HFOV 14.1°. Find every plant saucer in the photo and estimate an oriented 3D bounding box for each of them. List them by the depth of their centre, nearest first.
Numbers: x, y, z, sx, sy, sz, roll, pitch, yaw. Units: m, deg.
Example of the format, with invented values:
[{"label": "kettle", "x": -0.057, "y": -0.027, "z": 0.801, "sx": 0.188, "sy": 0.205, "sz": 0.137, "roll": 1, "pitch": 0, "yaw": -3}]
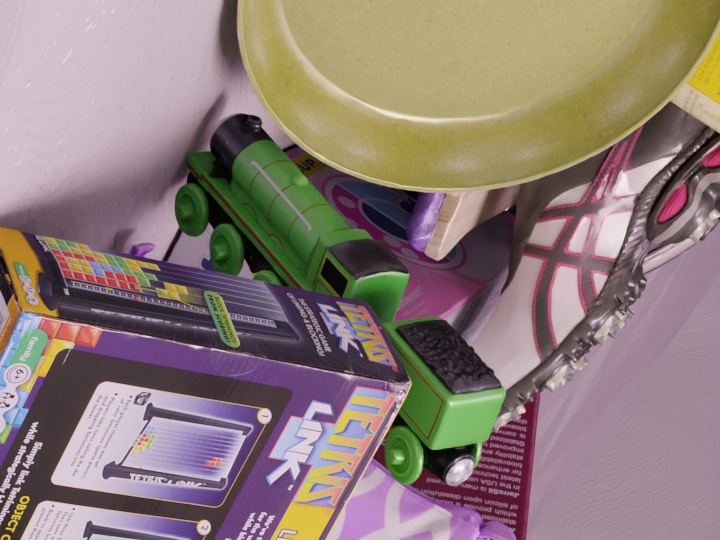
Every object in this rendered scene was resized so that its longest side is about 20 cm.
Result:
[{"label": "plant saucer", "x": 0.048, "y": -0.115, "z": 1.141, "sx": 0.031, "sy": 0.199, "sz": 0.200, "roll": -105, "pitch": -147, "yaw": -47}]

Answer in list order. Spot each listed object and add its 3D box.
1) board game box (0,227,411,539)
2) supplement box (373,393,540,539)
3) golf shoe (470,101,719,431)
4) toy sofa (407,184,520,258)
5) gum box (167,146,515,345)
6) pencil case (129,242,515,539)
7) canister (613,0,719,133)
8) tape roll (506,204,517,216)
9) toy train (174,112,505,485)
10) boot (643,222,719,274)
[{"label": "board game box", "x": -0.098, "y": 0.090, "z": 1.085, "sx": 0.165, "sy": 0.057, "sz": 0.201, "roll": 12, "pitch": 120, "yaw": -33}, {"label": "supplement box", "x": 0.033, "y": 0.133, "z": 1.385, "sx": 0.200, "sy": 0.085, "sz": 0.111, "roll": -80, "pitch": 178, "yaw": -49}, {"label": "golf shoe", "x": 0.094, "y": -0.013, "z": 1.286, "sx": 0.200, "sy": 0.088, "sz": 0.077, "roll": -48, "pitch": 174, "yaw": 6}, {"label": "toy sofa", "x": 0.042, "y": -0.081, "z": 1.326, "sx": 0.098, "sy": 0.083, "sz": 0.200, "roll": -67, "pitch": 167, "yaw": 19}, {"label": "gum box", "x": 0.000, "y": 0.000, "z": 1.336, "sx": 0.066, "sy": 0.113, "sz": 0.200, "roll": -61, "pitch": 168, "yaw": 22}, {"label": "pencil case", "x": -0.040, "y": 0.078, "z": 1.190, "sx": 0.086, "sy": 0.200, "sz": 0.084, "roll": -51, "pitch": -179, "yaw": 3}, {"label": "canister", "x": 0.124, "y": -0.153, "z": 1.207, "sx": 0.087, "sy": 0.200, "sz": 0.149, "roll": -41, "pitch": 162, "yaw": -51}, {"label": "tape roll", "x": 0.073, "y": -0.027, "z": 1.516, "sx": 0.200, "sy": 0.048, "sz": 0.201, "roll": -43, "pitch": -163, "yaw": 17}, {"label": "toy train", "x": -0.011, "y": 0.007, "z": 1.146, "sx": 0.042, "sy": 0.200, "sz": 0.057, "roll": -8, "pitch": 132, "yaw": -37}, {"label": "boot", "x": 0.143, "y": -0.101, "z": 1.331, "sx": 0.203, "sy": 0.073, "sz": 0.154, "roll": -41, "pitch": 137, "yaw": -11}]
